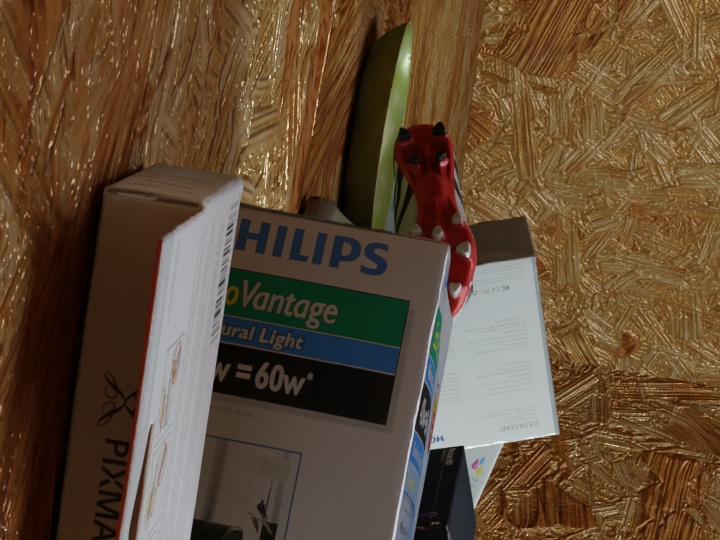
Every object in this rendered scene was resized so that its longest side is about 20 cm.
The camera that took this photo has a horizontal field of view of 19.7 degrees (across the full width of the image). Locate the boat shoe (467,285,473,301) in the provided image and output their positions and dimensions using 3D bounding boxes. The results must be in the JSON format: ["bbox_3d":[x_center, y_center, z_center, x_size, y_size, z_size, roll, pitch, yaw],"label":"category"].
[{"bbox_3d":[0.036,0.065,1.831,0.200,0.057,0.067,124,-27,-46],"label":"boat shoe"}]

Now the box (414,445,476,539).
[{"bbox_3d":[0.016,0.213,1.674,0.200,0.140,0.080,-65,149,-76],"label":"box"}]

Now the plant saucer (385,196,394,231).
[{"bbox_3d":[0.022,0.001,2.023,0.201,0.038,0.203,10,90,-85],"label":"plant saucer"}]

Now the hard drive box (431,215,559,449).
[{"bbox_3d":[0.095,0.064,1.929,0.077,0.154,0.201,-95,176,-59],"label":"hard drive box"}]

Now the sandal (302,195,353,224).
[{"bbox_3d":[0.000,0.000,1.486,0.200,0.054,0.081,50,47,-70],"label":"sandal"}]

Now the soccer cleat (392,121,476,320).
[{"bbox_3d":[0.059,-0.029,1.713,0.085,0.068,0.201,82,2,-57],"label":"soccer cleat"}]

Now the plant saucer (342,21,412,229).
[{"bbox_3d":[0.013,-0.110,1.734,0.200,0.031,0.202,10,90,-85],"label":"plant saucer"}]

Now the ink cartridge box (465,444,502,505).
[{"bbox_3d":[0.079,0.132,2.059,0.083,0.145,0.201,-58,171,-79],"label":"ink cartridge box"}]

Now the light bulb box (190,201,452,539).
[{"bbox_3d":[-0.030,0.090,1.021,0.198,0.124,0.202,75,26,-79],"label":"light bulb box"}]

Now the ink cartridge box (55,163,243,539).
[{"bbox_3d":[-0.089,0.069,0.765,0.174,0.043,0.202,-50,150,-80],"label":"ink cartridge box"}]
